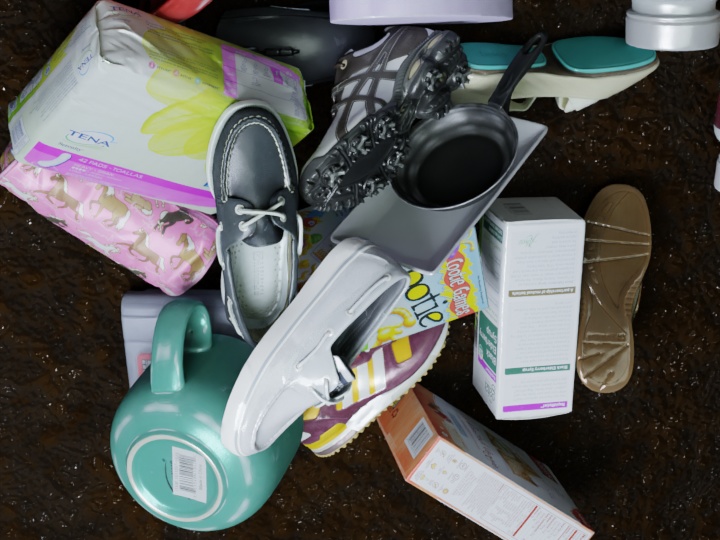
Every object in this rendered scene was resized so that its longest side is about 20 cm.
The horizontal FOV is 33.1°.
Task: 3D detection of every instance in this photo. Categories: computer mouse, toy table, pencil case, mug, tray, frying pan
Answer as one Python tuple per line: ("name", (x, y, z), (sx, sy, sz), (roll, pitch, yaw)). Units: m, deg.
("computer mouse", (-0.084, -0.164, 1.054), (0.200, 0.046, 0.141), (0, 109, -12))
("toy table", (0.048, -0.262, 0.989), (0.184, 0.200, 0.117), (2, 101, 23))
("pencil case", (-0.213, -0.059, 1.048), (0.200, 0.087, 0.083), (36, 69, -21))
("mug", (-0.148, 0.136, 1.042), (0.152, 0.114, 0.185), (-37, 101, 30))
("tray", (0.071, -0.070, 1.045), (0.200, 0.107, 0.022), (-50, 145, -31))
("frying pan", (0.090, -0.124, 1.034), (0.115, 0.190, 0.031), (1, 145, 29))

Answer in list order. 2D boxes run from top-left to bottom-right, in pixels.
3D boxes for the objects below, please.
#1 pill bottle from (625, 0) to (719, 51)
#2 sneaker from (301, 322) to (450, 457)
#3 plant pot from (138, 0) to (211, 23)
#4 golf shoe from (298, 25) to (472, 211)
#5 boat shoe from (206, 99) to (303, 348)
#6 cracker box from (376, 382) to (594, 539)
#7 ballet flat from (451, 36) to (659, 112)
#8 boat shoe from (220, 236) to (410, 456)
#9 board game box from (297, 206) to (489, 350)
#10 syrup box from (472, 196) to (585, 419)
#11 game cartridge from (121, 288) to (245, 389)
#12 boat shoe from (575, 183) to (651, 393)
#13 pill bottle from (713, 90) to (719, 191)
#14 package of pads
("pill bottle", (0.275, -0.296, 1.046), (0.111, 0.111, 0.200), (-5, 111, -10))
("sneaker", (-0.003, 0.086, 1.146), (0.090, 0.075, 0.200), (39, 97, -26))
("plant pot", (-0.168, -0.295, 0.909), (0.182, 0.200, 0.200), (35, 99, -25))
("golf shoe", (0.003, -0.131, 1.021), (0.200, 0.094, 0.078), (-47, 146, -23))
("boat shoe", (-0.077, -0.032, 0.944), (0.076, 0.060, 0.200), (-11, 122, -12))
("cracker box", (0.119, 0.197, 1.180), (0.200, 0.134, 0.058), (34, 99, -21))
("ballet flat", (0.170, -0.175, 1.101), (0.200, 0.069, 0.070), (-1, 110, -9))
("boat shoe", (-0.032, 0.070, 0.959), (0.200, 0.068, 0.072), (-53, 152, -10))
("board game box", (0.000, 0.000, 1.088), (0.200, 0.105, 0.103), (-19, 130, -4))
("syrup box", (0.158, 0.036, 1.159), (0.081, 0.079, 0.200), (-3, 110, -11))
("game cartridge", (-0.146, 0.114, 1.126), (0.133, 0.041, 0.200), (-1, 111, 7))
("boat shoe", (0.240, 0.017, 1.179), (0.072, 0.072, 0.200), (3, 88, 5))
("pill bottle", (0.390, -0.167, 1.115), (0.114, 0.114, 0.200), (0, 109, -12))
("package of pads", (-0.154, -0.124, 0.959), (0.200, 0.068, 0.154), (13, 145, -38))
